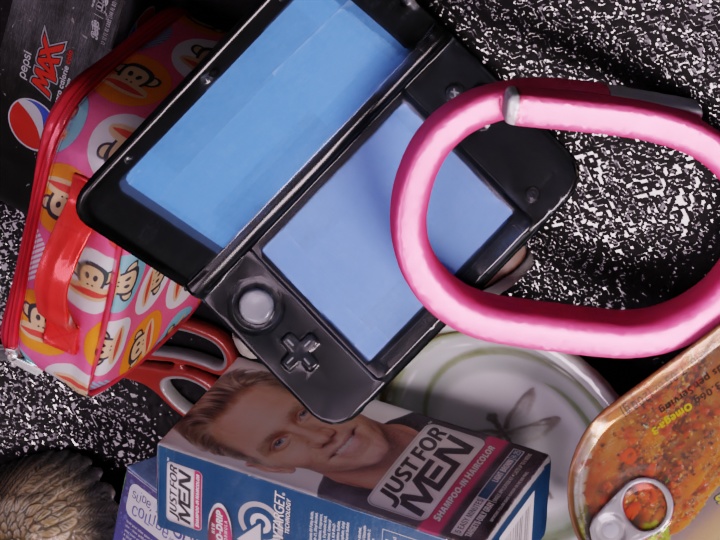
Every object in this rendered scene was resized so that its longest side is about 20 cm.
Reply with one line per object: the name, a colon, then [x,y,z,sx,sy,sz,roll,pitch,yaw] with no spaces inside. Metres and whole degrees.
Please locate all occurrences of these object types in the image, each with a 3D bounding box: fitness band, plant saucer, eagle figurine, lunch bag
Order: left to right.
eagle figurine: [-0.248,0.194,1.881,0.150,0.152,0.200,10,151,-19]
lunch bag: [-0.131,-0.030,1.647,0.082,0.176,0.201,27,128,13]
plant saucer: [0.084,0.103,1.690,0.199,0.050,0.201,15,125,22]
fitness band: [0.115,-0.025,1.552,0.199,0.037,0.144,7,111,-8]

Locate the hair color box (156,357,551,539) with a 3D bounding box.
hair color box: [-0.005,0.122,1.655,0.199,0.100,0.061,16,125,20]

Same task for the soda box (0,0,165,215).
soda box: [-0.161,-0.123,1.681,0.071,0.063,0.200,30,128,12]

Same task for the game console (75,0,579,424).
game console: [-0.014,-0.041,1.557,0.200,0.116,0.176,-45,82,9]

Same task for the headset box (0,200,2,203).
headset box: [-0.314,-0.102,1.772,0.149,0.077,0.200,-23,105,37]

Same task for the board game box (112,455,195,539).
board game box: [-0.073,0.217,1.781,0.200,0.034,0.136,34,125,31]

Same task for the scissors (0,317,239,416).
scissors: [-0.162,0.045,1.821,0.199,0.014,0.073,14,127,23]

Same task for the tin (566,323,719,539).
tin: [0.202,0.092,1.563,0.200,0.042,0.112,-37,66,13]

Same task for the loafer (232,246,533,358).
loafer: [0.000,0.000,1.659,0.199,0.072,0.063,-15,111,34]
